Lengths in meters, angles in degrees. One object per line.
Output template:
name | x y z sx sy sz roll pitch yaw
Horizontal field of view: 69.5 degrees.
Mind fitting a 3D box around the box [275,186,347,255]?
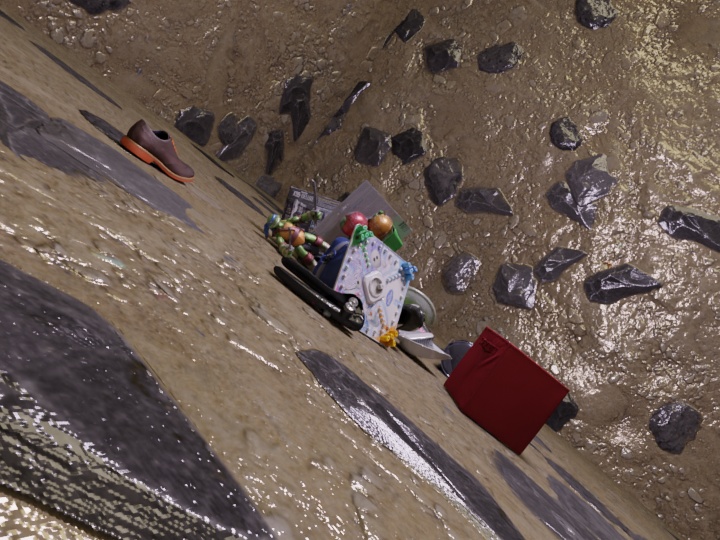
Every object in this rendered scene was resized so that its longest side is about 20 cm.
box | -0.124 -0.129 1.457 0.197 0.160 0.050 15 4 -11

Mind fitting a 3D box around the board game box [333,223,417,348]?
board game box | 0.034 0.035 1.105 0.026 0.202 0.199 -5 -32 46

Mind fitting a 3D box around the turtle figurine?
turtle figurine | -0.139 -0.082 1.331 0.194 0.199 0.145 41 34 -31

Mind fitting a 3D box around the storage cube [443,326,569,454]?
storage cube | 0.320 0.264 1.177 0.199 0.181 0.171 36 2 -8

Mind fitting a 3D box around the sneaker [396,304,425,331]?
sneaker | 0.074 0.114 1.266 0.089 0.068 0.199 1 -1 -32

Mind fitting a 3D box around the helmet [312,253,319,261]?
helmet | -0.065 -0.075 1.594 0.199 0.201 0.191 39 1 24

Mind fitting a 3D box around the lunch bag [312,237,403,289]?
lunch bag | -0.017 0.021 1.196 0.199 0.136 0.132 39 -1 -36

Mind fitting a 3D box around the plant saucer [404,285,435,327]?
plant saucer | 0.140 0.134 1.654 0.197 0.050 0.202 17 -44 17

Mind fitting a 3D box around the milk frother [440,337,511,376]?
milk frother | 0.357 0.261 1.574 0.180 0.200 0.188 42 4 13

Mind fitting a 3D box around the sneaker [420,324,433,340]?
sneaker | 0.138 0.147 1.504 0.201 0.079 0.095 50 31 10

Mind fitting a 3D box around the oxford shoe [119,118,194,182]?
oxford shoe | -0.415 -0.252 1.116 0.071 0.073 0.200 38 2 23

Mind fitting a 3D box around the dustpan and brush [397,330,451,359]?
dustpan and brush | 0.124 0.174 1.310 0.197 0.058 0.139 1 20 -29

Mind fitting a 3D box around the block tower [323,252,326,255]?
block tower | 0.000 0.000 1.298 0.199 0.058 0.054 39 9 -27

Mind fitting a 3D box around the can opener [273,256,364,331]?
can opener | -0.075 0.047 0.957 0.199 0.079 0.064 35 41 -8

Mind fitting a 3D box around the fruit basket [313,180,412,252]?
fruit basket | 0.007 -0.107 1.333 0.200 0.185 0.094 43 13 -26

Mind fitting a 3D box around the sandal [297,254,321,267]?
sandal | -0.089 -0.014 1.482 0.198 0.043 0.076 19 9 -25
